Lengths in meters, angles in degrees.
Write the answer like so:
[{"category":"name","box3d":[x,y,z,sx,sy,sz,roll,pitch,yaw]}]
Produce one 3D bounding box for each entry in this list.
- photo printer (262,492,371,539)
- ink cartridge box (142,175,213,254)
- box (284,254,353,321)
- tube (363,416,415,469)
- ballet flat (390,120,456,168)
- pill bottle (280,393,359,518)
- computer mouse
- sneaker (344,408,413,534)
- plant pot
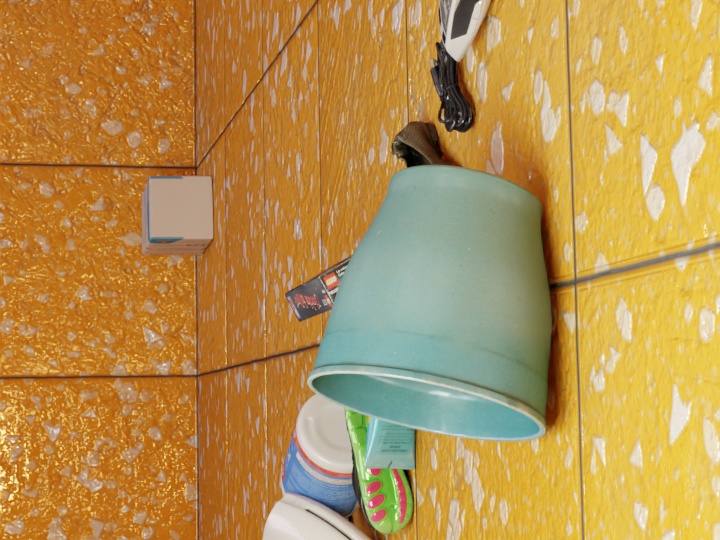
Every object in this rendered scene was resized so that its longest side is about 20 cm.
[{"category":"photo printer","box3d":[-0.048,0.372,1.803,0.165,0.069,0.202,31,133,22]},{"category":"ink cartridge box","box3d":[-0.422,-0.124,3.423,0.200,0.145,0.148,144,125,-73]},{"category":"box","box3d":[0.000,0.000,1.620,0.038,0.136,0.200,61,165,-1]},{"category":"tube","box3d":[0.036,0.116,1.633,0.050,0.077,0.203,-5,81,52]},{"category":"ballet flat","box3d":[0.068,-0.097,1.522,0.201,0.046,0.068,-109,23,-55]},{"category":"pill bottle","box3d":[-0.040,0.242,1.837,0.201,0.111,0.113,108,158,-51]},{"category":"computer mouse","box3d":[0.099,-0.237,1.410,0.201,0.043,0.111,96,171,-48]},{"category":"sneaker","box3d":[0.012,0.200,1.695,0.084,0.076,0.203,133,136,-65]},{"category":"plant pot","box3d":[0.072,0.024,1.232,0.200,0.197,0.190,134,150,-71]}]
